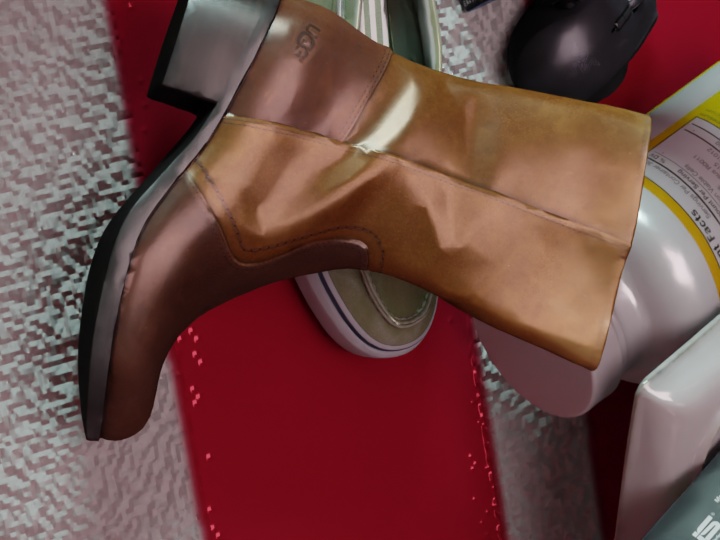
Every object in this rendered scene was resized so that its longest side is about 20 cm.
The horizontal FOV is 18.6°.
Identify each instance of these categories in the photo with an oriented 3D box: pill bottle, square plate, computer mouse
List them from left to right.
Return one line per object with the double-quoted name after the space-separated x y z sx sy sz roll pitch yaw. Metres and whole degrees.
0.139 -0.140 1.011 0.200 0.034 0.059 -46 116 -25 "computer mouse"
0.143 -0.018 0.978 0.200 0.104 0.105 -35 112 -28 "pill bottle"
0.190 0.070 1.000 0.200 0.028 0.199 -35 145 -28 "square plate"

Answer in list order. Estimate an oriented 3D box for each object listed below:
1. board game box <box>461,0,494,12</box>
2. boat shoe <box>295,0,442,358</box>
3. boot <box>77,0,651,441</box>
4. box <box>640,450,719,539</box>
0.092 -0.210 0.872 0.062 0.200 0.201 -28 109 -30 "board game box"
0.003 -0.060 0.900 0.072 0.062 0.201 -16 102 -34 "boat shoe"
0.000 0.000 0.855 0.199 0.068 0.189 19 83 -12 "boot"
0.207 0.101 0.981 0.200 0.049 0.161 -48 148 -10 "box"
